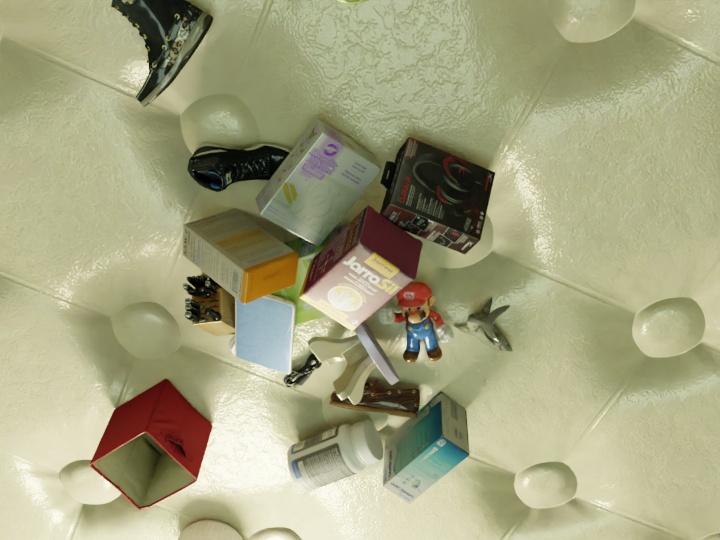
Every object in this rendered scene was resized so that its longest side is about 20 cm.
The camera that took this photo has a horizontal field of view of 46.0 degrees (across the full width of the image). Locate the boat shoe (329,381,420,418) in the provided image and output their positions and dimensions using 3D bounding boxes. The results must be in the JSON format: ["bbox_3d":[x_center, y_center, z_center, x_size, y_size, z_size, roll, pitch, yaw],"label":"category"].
[{"bbox_3d":[0.033,0.278,1.858,0.198,0.070,0.071,8,84,-4],"label":"boat shoe"}]

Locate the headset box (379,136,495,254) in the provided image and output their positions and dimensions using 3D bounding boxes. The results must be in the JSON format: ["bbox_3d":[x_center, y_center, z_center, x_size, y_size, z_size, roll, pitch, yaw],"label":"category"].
[{"bbox_3d":[0.130,-0.139,1.540,0.198,0.150,0.075,21,155,-9],"label":"headset box"}]

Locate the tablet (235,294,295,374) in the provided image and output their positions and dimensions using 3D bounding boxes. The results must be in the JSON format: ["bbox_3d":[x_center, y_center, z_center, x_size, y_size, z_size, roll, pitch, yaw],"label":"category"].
[{"bbox_3d":[-0.195,0.123,1.722,0.129,0.014,0.201,16,131,11],"label":"tablet"}]

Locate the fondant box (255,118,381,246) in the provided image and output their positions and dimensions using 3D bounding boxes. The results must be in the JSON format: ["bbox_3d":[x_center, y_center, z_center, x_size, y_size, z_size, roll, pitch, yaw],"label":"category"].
[{"bbox_3d":[-0.079,-0.159,1.569,0.144,0.058,0.200,27,114,-32],"label":"fondant box"}]

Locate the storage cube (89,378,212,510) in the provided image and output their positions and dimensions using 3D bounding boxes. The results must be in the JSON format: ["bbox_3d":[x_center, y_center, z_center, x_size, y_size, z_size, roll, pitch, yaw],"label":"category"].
[{"bbox_3d":[-0.457,0.385,1.882,0.199,0.180,0.171,-31,115,19],"label":"storage cube"}]

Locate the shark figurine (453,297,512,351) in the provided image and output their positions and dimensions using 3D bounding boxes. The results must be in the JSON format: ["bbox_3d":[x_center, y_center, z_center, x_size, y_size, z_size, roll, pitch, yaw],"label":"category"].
[{"bbox_3d":[0.253,0.095,1.710,0.127,0.215,0.090,27,82,20],"label":"shark figurine"}]

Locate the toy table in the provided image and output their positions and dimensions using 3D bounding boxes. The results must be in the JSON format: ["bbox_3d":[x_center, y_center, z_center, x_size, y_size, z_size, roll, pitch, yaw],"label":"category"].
[{"bbox_3d":[-0.016,0.179,1.746,0.117,0.184,0.201,-33,106,3],"label":"toy table"}]

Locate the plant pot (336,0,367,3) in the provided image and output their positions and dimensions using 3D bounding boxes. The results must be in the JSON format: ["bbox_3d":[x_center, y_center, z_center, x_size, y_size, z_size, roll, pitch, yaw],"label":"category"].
[{"bbox_3d":[-0.008,-0.502,1.315,0.198,0.185,0.202,1,121,2],"label":"plant pot"}]

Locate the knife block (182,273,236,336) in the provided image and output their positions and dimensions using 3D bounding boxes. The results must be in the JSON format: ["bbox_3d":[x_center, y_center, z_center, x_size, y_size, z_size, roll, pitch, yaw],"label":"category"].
[{"bbox_3d":[-0.298,0.089,1.695,0.063,0.176,0.202,-4,121,7],"label":"knife block"}]

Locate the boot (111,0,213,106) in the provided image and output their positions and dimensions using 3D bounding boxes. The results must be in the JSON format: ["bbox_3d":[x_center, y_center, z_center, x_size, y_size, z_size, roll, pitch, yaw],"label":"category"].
[{"bbox_3d":[-0.368,-0.403,1.465,0.153,0.074,0.204,37,112,-14],"label":"boot"}]

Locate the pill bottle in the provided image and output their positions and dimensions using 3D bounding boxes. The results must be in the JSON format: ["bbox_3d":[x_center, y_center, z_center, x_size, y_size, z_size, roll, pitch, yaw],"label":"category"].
[{"bbox_3d":[-0.056,0.415,1.913,0.198,0.114,0.114,-24,117,18],"label":"pill bottle"}]

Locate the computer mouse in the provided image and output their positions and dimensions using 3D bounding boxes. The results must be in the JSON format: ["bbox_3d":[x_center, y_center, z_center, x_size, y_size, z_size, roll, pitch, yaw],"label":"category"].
[{"bbox_3d":[-0.189,0.179,1.822,0.199,0.044,0.110,31,124,-20],"label":"computer mouse"}]

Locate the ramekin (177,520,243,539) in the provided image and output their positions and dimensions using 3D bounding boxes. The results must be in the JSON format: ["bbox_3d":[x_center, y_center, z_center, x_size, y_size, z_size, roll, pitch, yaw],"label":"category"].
[{"bbox_3d":[-0.379,0.716,2.127,0.200,0.095,0.204,2,122,3],"label":"ramekin"}]

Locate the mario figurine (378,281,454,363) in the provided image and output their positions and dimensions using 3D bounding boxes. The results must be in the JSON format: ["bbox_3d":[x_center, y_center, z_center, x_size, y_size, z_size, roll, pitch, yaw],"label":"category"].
[{"bbox_3d":[0.113,0.114,1.722,0.123,0.106,0.201,-29,130,-19],"label":"mario figurine"}]

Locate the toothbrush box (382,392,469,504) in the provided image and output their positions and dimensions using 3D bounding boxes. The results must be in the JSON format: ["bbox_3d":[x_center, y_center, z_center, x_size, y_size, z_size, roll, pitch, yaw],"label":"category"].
[{"bbox_3d":[0.142,0.391,1.867,0.085,0.147,0.200,37,116,-17],"label":"toothbrush box"}]

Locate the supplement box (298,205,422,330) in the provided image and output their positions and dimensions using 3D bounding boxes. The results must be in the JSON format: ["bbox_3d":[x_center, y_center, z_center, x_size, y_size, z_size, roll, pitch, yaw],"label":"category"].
[{"bbox_3d":[0.000,0.000,1.540,0.130,0.104,0.200,33,132,-17],"label":"supplement box"}]

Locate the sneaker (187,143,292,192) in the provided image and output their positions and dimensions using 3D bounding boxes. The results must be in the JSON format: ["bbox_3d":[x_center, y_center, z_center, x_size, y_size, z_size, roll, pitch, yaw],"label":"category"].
[{"bbox_3d":[-0.219,-0.181,1.564,0.198,0.112,0.074,2,122,2],"label":"sneaker"}]

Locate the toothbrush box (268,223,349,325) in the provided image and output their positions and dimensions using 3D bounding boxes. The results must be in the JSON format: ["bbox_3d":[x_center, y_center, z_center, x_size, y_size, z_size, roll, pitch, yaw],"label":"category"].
[{"bbox_3d":[-0.088,0.012,1.688,0.198,0.086,0.147,-16,120,11],"label":"toothbrush box"}]

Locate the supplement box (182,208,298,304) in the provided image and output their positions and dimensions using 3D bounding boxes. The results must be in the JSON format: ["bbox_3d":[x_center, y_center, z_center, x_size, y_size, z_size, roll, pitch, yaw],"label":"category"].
[{"bbox_3d":[-0.227,-0.030,1.591,0.199,0.125,0.074,35,130,34],"label":"supplement box"}]
